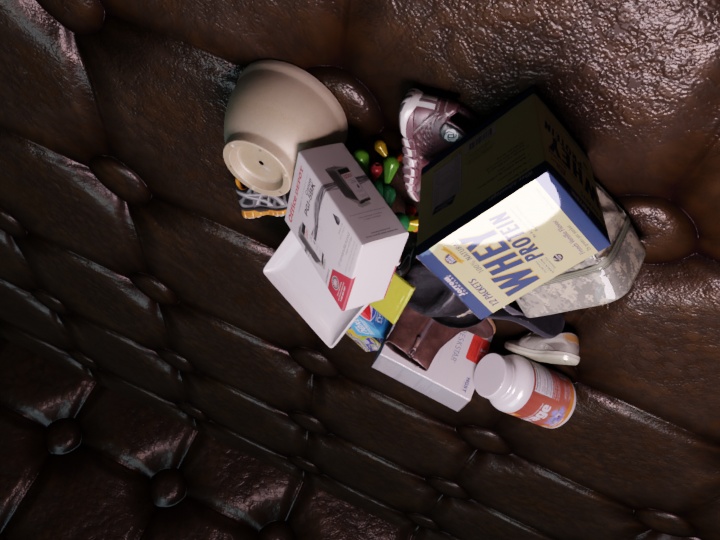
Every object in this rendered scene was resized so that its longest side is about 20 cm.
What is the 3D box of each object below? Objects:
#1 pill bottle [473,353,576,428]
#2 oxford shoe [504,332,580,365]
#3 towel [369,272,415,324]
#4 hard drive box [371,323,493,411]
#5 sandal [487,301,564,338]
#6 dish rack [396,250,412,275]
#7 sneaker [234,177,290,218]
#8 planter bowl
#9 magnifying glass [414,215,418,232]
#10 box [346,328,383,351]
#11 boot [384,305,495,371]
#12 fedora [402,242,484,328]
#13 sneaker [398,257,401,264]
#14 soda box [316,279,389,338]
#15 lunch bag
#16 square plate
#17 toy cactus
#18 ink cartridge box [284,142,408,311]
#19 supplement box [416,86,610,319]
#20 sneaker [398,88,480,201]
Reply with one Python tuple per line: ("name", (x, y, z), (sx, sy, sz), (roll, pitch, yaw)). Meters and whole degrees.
("pill bottle", (0.319, 0.231, 1.464), (0.198, 0.114, 0.111), (24, 156, -31))
("oxford shoe", (0.344, 0.141, 1.414), (0.074, 0.059, 0.199), (17, 170, -21))
("towel", (0.000, 0.000, 1.283), (0.199, 0.018, 0.087), (38, 126, 15))
("hard drive box", (0.144, 0.161, 1.504), (0.198, 0.157, 0.077), (26, 150, -1))
("sandal", (0.272, 0.056, 1.324), (0.197, 0.077, 0.043), (18, 153, -6))
("dish rack", (-0.004, -0.064, 1.377), (0.151, 0.055, 0.201), (1, 139, 36))
("sneaker", (-0.155, -0.146, 1.354), (0.197, 0.078, 0.078), (-7, 118, 35))
("planter bowl", (-0.134, -0.205, 1.176), (0.197, 0.136, 0.201), (20, 150, 12))
("magnifying glass", (0.148, -0.098, 1.228), (0.079, 0.023, 0.199), (40, 149, -22))
("box", (-0.018, 0.091, 1.620), (0.070, 0.065, 0.200), (-12, 132, 48))
("boot", (0.152, 0.122, 1.421), (0.198, 0.168, 0.072), (32, 151, -9))
("fedora", (0.132, 0.022, 1.275), (0.199, 0.091, 0.204), (21, 119, 44))
("sneaker", (-0.008, -0.081, 1.253), (0.084, 0.073, 0.202), (-34, 88, 19))
("soda box", (-0.007, 0.054, 1.453), (0.067, 0.065, 0.201), (6, 150, 30))
("lunch bag", (0.286, -0.040, 1.099), (0.199, 0.139, 0.169), (-15, 115, 50))
("square plate", (-0.063, 0.005, 1.347), (0.200, 0.028, 0.199), (47, 123, 11))
("toy cactus", (0.049, -0.101, 1.175), (0.101, 0.167, 0.201), (-9, 145, 16))
("ink cartridge box", (-0.028, -0.067, 1.114), (0.201, 0.082, 0.148), (55, 146, 31))
("supplement box", (0.188, -0.086, 0.967), (0.199, 0.201, 0.134), (-34, 119, 30))
("sneaker", (0.122, -0.167, 1.089), (0.114, 0.076, 0.201), (12, 147, 20))
